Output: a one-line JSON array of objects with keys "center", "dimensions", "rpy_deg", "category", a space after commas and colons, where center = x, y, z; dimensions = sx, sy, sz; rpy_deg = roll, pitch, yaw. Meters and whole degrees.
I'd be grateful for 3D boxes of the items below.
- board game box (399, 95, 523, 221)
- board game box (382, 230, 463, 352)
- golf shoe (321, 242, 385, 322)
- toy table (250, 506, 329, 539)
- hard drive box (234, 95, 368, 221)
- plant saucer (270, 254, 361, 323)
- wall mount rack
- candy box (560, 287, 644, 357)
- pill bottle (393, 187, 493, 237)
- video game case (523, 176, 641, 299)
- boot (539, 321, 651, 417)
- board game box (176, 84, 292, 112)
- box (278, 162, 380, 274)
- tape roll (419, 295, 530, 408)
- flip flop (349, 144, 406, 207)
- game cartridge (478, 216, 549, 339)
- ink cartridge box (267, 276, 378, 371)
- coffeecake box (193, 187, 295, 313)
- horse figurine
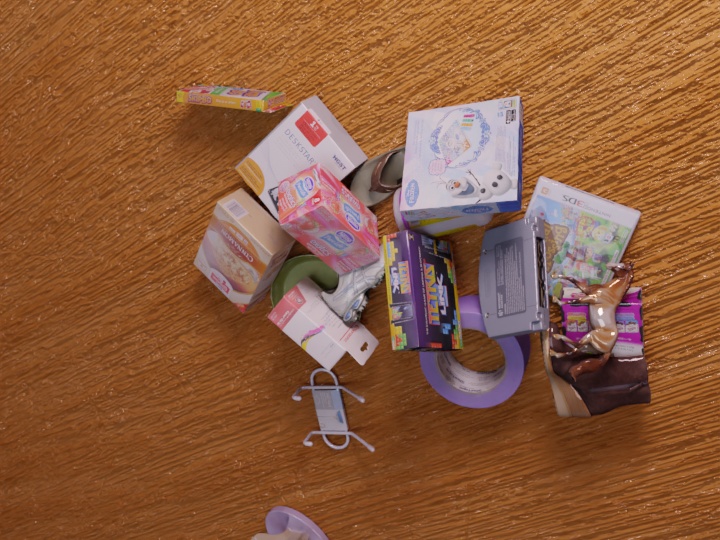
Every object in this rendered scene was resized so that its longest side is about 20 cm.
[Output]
[{"center": [0.172, -0.188, 1.320], "dimensions": [0.198, 0.043, 0.201], "rpy_deg": [-3, 65, 22], "category": "board game box"}, {"center": [0.112, 0.041, 1.370], "dimensions": [0.057, 0.165, 0.201], "rpy_deg": [-11, 78, 32], "category": "board game box"}, {"center": [0.000, 0.000, 1.496], "dimensions": [0.097, 0.078, 0.200], "rpy_deg": [35, 103, 2], "category": "golf shoe"}, {"center": [-0.158, 0.657, 1.818], "dimensions": [0.200, 0.117, 0.184], "rpy_deg": [35, 119, 7], "category": "toy table"}, {"center": [-0.113, -0.203, 1.477], "dimensions": [0.200, 0.077, 0.156], "rpy_deg": [-39, 94, 29], "category": "hard drive box"}, {"center": [-0.087, 0.058, 1.597], "dimensions": [0.199, 0.031, 0.201], "rpy_deg": [8, 114, 18], "category": "plant saucer"}, {"center": [-0.050, 0.310, 1.658], "dimensions": [0.173, 0.075, 0.201], "rpy_deg": [-4, 110, 23], "category": "wall mount rack"}, {"center": [0.433, 0.128, 1.388], "dimensions": [0.136, 0.061, 0.200], "rpy_deg": [0, 119, 21], "category": "candy box"}, {"center": [0.166, -0.120, 1.384], "dimensions": [0.200, 0.104, 0.105], "rpy_deg": [-13, 105, 25], "category": "pill bottle"}, {"center": [0.368, -0.044, 1.381], "dimensions": [0.182, 0.022, 0.200], "rpy_deg": [22, 117, 12], "category": "video game case"}, {"center": [0.406, 0.160, 1.355], "dimensions": [0.166, 0.072, 0.200], "rpy_deg": [-14, 111, 14], "category": "boot"}, {"center": [-0.234, -0.323, 1.465], "dimensions": [0.199, 0.096, 0.030], "rpy_deg": [12, 114, 17], "category": "board game box"}, {"center": [-0.055, -0.089, 1.419], "dimensions": [0.094, 0.103, 0.200], "rpy_deg": [-22, 142, 24], "category": "box"}, {"center": [0.218, 0.154, 1.485], "dimensions": [0.199, 0.085, 0.201], "rpy_deg": [8, 114, 19], "category": "tape roll"}, {"center": [0.059, -0.178, 1.429], "dimensions": [0.200, 0.058, 0.081], "rpy_deg": [-24, 100, 29], "category": "flip flop"}, {"center": [0.265, 0.016, 1.366], "dimensions": [0.133, 0.040, 0.201], "rpy_deg": [-15, 68, 46], "category": "game cartridge"}, {"center": [-0.069, 0.115, 1.529], "dimensions": [0.200, 0.116, 0.068], "rpy_deg": [41, 118, 2], "category": "ink cartridge box"}, {"center": [-0.235, -0.037, 1.554], "dimensions": [0.153, 0.073, 0.200], "rpy_deg": [43, 137, 10], "category": "coffeecake box"}, {"center": [0.382, 0.082, 1.297], "dimensions": [0.132, 0.050, 0.201], "rpy_deg": [2, 88, 3], "category": "horse figurine"}]
